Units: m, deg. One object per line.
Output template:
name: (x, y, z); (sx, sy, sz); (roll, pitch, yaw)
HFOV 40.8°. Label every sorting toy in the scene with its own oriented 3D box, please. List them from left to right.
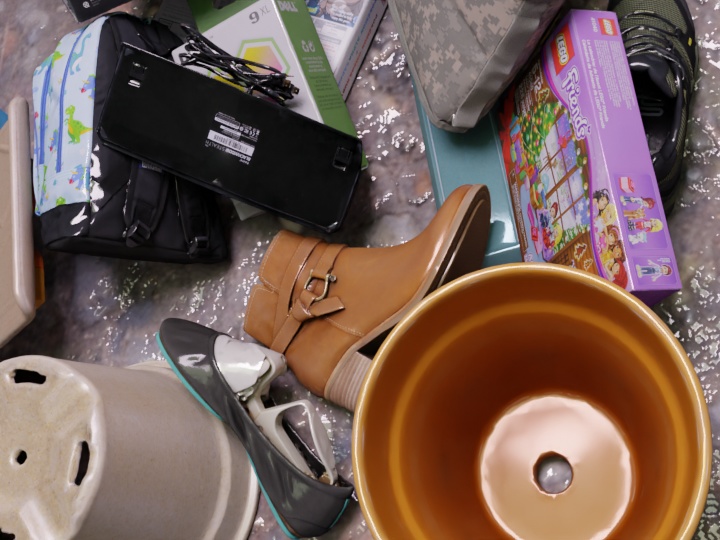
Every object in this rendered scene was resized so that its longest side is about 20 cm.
sorting toy: (-0.307, -0.020, 0.824); (0.199, 0.036, 0.188); (-34, 58, 48)

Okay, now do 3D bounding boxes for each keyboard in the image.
keyboard: (-0.090, -0.110, 0.723); (0.198, 0.040, 0.105); (22, 102, -4)

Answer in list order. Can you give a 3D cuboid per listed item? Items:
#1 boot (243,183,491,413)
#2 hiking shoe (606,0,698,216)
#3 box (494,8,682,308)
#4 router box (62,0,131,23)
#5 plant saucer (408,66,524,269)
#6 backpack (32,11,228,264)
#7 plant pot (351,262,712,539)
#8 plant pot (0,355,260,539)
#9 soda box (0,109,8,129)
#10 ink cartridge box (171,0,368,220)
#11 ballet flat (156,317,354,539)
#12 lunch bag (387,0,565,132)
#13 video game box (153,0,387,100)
boot: (0.000, 0.000, 0.738); (0.154, 0.074, 0.202); (30, 91, 29)
hiking shoe: (0.213, -0.142, 0.701); (0.074, 0.101, 0.203); (0, 75, 11)
box: (0.151, -0.058, 0.679); (0.038, 0.137, 0.203); (-1, 69, -17)
router box: (-0.142, -0.283, 0.794); (0.197, 0.063, 0.150); (-19, 24, 11)
plant saucer: (0.085, -0.097, 0.778); (0.069, 0.019, 0.203); (-14, 68, 14)
backpack: (-0.195, -0.111, 0.796); (0.152, 0.162, 0.204); (0, 86, 40)
plant pot: (0.115, 0.119, 0.609); (0.197, 0.183, 0.203); (-6, 71, 17)
plant pot: (-0.199, 0.147, 0.705); (0.197, 0.183, 0.204); (-5, 72, 17)
soda box: (-0.416, -0.081, 0.912); (0.064, 0.068, 0.202); (26, 83, 23)
ink cartridge box: (-0.081, -0.154, 0.775); (0.103, 0.059, 0.203); (-20, 93, 26)
ballet flat: (-0.072, 0.103, 0.727); (0.068, 0.068, 0.201); (-38, 84, 16)
lunch bag: (0.095, -0.222, 0.715); (0.116, 0.164, 0.203); (4, 64, -18)
video game box: (-0.078, -0.240, 0.862); (0.198, 0.047, 0.184); (21, 83, 23)
